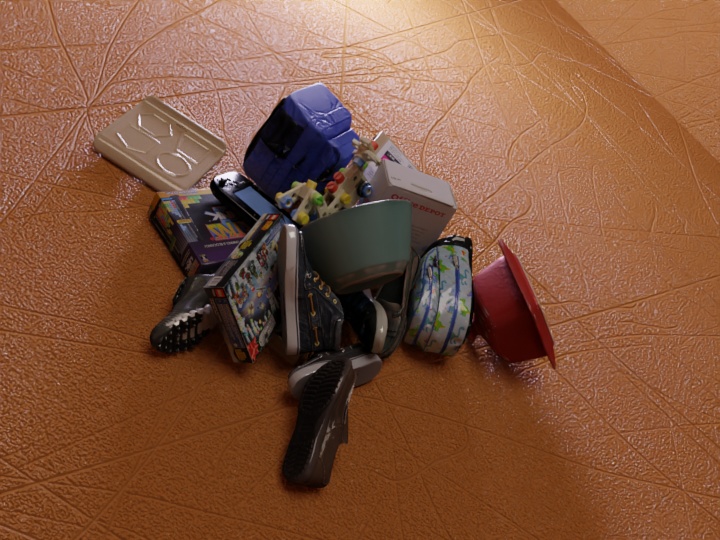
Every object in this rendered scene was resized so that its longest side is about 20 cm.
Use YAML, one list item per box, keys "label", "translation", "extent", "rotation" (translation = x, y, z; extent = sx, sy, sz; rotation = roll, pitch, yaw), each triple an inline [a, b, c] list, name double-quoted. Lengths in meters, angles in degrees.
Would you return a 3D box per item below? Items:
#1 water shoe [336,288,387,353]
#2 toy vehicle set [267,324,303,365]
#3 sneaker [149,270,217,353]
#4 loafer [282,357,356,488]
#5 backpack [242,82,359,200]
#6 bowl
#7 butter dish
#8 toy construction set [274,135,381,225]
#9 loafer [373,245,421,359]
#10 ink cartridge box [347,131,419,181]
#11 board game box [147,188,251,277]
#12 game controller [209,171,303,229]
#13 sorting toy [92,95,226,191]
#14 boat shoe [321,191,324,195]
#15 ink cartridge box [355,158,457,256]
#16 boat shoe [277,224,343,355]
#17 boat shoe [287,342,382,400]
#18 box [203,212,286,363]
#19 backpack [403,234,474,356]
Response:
- label: "water shoe"
  translation: [-0.014, 0.069, 1.519]
  extent: [0.078, 0.072, 0.201]
  rotation: [3, 28, -19]
- label: "toy vehicle set"
  translation: [-0.108, 0.062, 1.537]
  extent: [0.124, 0.027, 0.200]
  rotation: [37, 35, 5]
- label: "sneaker"
  translation: [-0.255, 0.056, 1.398]
  extent: [0.090, 0.067, 0.199]
  rotation: [29, 40, 24]
- label: "loafer"
  translation: [-0.051, 0.220, 1.330]
  extent: [0.071, 0.072, 0.202]
  rotation: [43, 56, -35]
- label: "backpack"
  translation: [-0.115, -0.217, 1.718]
  extent: [0.168, 0.200, 0.162]
  rotation: [49, 31, 8]
- label: "bowl"
  translation: [-0.001, -0.029, 1.466]
  extent: [0.199, 0.200, 0.107]
  rotation: [-8, 79, -43]
- label: "butter dish"
  translation: [0.258, 0.084, 1.714]
  extent: [0.201, 0.146, 0.201]
  rotation: [59, 10, -45]
- label: "toy construction set"
  translation: [-0.044, -0.147, 1.611]
  extent: [0.092, 0.199, 0.131]
  rotation: [48, -1, 45]
- label: "loafer"
  translation: [0.049, 0.047, 1.568]
  extent: [0.071, 0.063, 0.203]
  rotation: [12, 71, 17]
- label: "ink cartridge box"
  translation: [0.067, -0.163, 1.861]
  extent: [0.200, 0.075, 0.165]
  rotation: [46, 28, -8]
- label: "board game box"
  translation: [-0.233, -0.063, 1.563]
  extent: [0.198, 0.057, 0.166]
  rotation: [-10, 52, -45]
- label: "game controller"
  translation: [-0.164, -0.096, 1.574]
  extent: [0.199, 0.042, 0.104]
  rotation: [40, 34, 7]
- label: "sorting toy"
  translation: [-0.358, -0.220, 1.675]
  extent: [0.184, 0.037, 0.201]
  rotation: [32, 39, -1]
- label: "boat shoe"
  translation: [-0.087, -0.214, 1.859]
  extent: [0.201, 0.072, 0.076]
  rotation: [52, 29, 8]
- label: "ink cartridge box"
  translation: [0.065, -0.086, 1.701]
  extent: [0.143, 0.201, 0.085]
  rotation: [17, 37, -22]
- label: "boat shoe"
  translation: [-0.076, 0.027, 1.408]
  extent: [0.089, 0.204, 0.071]
  rotation: [-5, 16, -15]
- label: "boat shoe"
  translation: [-0.049, 0.148, 1.449]
  extent: [0.198, 0.071, 0.066]
  rotation: [-11, 46, -46]
- label: "box"
  translation: [-0.155, 0.024, 1.411]
  extent: [0.039, 0.138, 0.201]
  rotation: [0, 35, 26]
- label: "backpack"
  translation: [0.140, 0.057, 1.646]
  extent: [0.151, 0.164, 0.202]
  rotation: [5, 49, -22]
